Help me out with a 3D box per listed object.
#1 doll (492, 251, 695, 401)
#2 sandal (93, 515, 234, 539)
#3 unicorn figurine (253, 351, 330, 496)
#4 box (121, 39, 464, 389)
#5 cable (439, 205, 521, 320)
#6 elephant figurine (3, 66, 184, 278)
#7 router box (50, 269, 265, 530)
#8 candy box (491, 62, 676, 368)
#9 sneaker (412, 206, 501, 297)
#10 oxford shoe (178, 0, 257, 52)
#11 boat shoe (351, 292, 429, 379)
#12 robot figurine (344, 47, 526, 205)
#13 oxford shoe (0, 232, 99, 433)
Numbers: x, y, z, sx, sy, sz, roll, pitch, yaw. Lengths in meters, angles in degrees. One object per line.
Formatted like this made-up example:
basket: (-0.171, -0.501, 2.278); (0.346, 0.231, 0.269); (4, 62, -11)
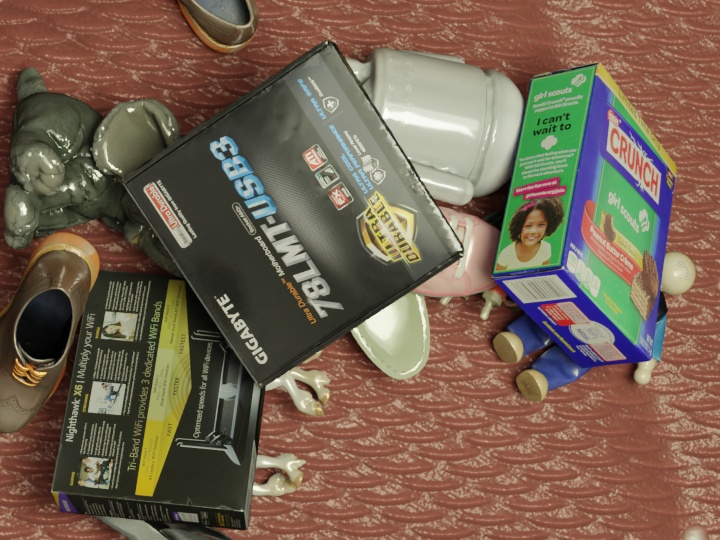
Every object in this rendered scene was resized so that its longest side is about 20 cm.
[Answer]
doll: (0.221, 0.044, 1.560); (0.199, 0.048, 0.137); (-31, 85, -19)
sandal: (-0.143, 0.230, 1.453); (0.199, 0.076, 0.043); (34, 84, -9)
unicorn figurine: (-0.108, 0.139, 1.476); (0.136, 0.074, 0.201); (19, 69, -2)
box: (-0.051, -0.044, 1.356); (0.198, 0.050, 0.201); (-32, 94, 5)
cable: (0.136, -0.047, 1.535); (0.097, 0.050, 0.201); (26, 85, 23)
elephant figurine: (-0.192, -0.071, 1.436); (0.198, 0.142, 0.156); (4, 106, -9)
router box: (-0.158, 0.104, 1.418); (0.156, 0.052, 0.201); (6, 64, 2)
candy box: (0.196, -0.045, 1.474); (0.169, 0.077, 0.201); (41, 51, -44)
sneaker: (0.042, -0.027, 1.433); (0.199, 0.105, 0.076); (14, 81, -13)
oxford shoe: (-0.155, -0.278, 1.471); (0.071, 0.073, 0.200); (-44, 97, -11)
boat shoe: (0.000, 0.000, 1.506); (0.071, 0.061, 0.202); (-26, 92, -12)
robot figurine: (0.061, -0.127, 1.499); (0.198, 0.113, 0.171); (9, 52, -12)
oxford shoe: (-0.269, 0.064, 1.393); (0.071, 0.073, 0.201); (19, 123, -10)
